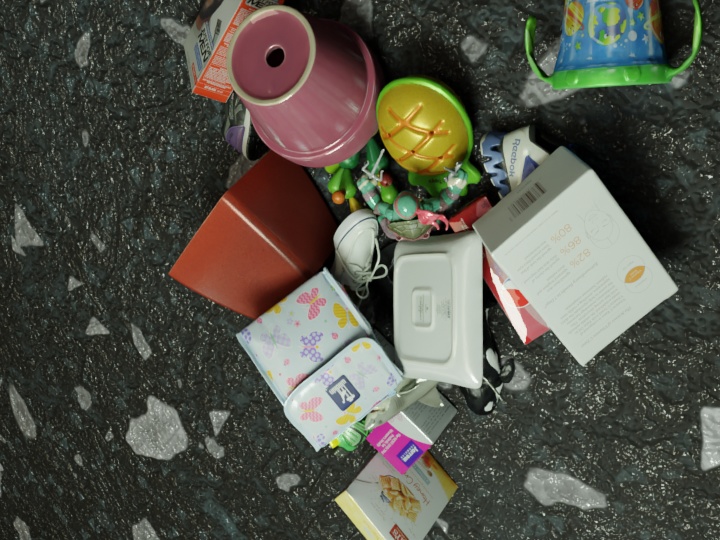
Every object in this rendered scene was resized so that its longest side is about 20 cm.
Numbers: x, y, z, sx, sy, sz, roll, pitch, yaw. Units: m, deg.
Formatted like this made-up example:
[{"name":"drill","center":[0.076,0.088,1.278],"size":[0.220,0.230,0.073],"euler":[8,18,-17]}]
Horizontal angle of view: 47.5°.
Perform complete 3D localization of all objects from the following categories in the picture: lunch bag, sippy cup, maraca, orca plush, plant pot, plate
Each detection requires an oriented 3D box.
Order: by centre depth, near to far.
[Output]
[{"name":"sippy cup","center":[0.286,-0.278,0.935],"size":[0.173,0.140,0.134],"euler":[-5,101,-7]},{"name":"plant pot","center":[-0.083,-0.256,1.094],"size":[0.195,0.178,0.206],"euler":[-3,82,20]},{"name":"maraca","center":[0.094,-0.178,1.114],"size":[0.134,0.108,0.202],"euler":[4,139,33]},{"name":"plate","center":[0.096,0.052,1.125],"size":[0.199,0.032,0.205],"euler":[-2,87,60]},{"name":"lunch bag","center":[-0.053,0.127,1.172],"size":[0.168,0.127,0.202],"euler":[-34,83,0]},{"name":"orca plush","center":[0.175,0.135,1.218],"size":[0.103,0.071,0.204],"euler":[22,121,22]},{"name":"plant pot","center":[-0.146,-0.041,1.276],"size":[0.176,0.201,0.200],"euler":[41,128,-4]}]

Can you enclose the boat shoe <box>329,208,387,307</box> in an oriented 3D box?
[{"name":"boat shoe","center":[-0.004,0.002,1.236],"size":[0.087,0.073,0.204],"euler":[58,147,29]}]

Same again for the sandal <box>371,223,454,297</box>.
[{"name":"sandal","center":[0.083,-0.018,1.225],"size":[0.198,0.043,0.077],"euler":[-32,93,38]}]

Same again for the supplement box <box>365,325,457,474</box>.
[{"name":"supplement box","center":[0.042,0.206,1.316],"size":[0.199,0.103,0.102],"euler":[42,127,7]}]

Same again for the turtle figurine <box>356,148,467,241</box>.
[{"name":"turtle figurine","center":[0.065,-0.089,1.093],"size":[0.146,0.200,0.103],"euler":[7,81,7]}]

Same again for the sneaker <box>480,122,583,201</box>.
[{"name":"sneaker","center":[0.242,-0.103,1.063],"size":[0.114,0.080,0.203],"euler":[-20,98,39]}]

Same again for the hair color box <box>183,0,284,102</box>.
[{"name":"hair color box","center":[-0.189,-0.363,1.199],"size":[0.200,0.063,0.113],"euler":[-48,45,36]}]

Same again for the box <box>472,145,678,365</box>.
[{"name":"box","center":[0.260,-0.018,1.004],"size":[0.151,0.107,0.200],"euler":[-39,111,10]}]

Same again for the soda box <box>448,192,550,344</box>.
[{"name":"soda box","center":[0.200,-0.004,1.131],"size":[0.063,0.070,0.202],"euler":[-32,93,14]}]

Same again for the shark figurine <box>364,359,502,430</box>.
[{"name":"shark figurine","center":[0.112,0.172,1.210],"size":[0.212,0.129,0.090],"euler":[-26,115,30]}]

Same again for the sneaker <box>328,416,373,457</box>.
[{"name":"sneaker","center":[-0.047,0.178,1.264],"size":[0.084,0.078,0.203],"euler":[-31,85,4]}]

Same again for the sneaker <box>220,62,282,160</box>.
[{"name":"sneaker","center":[-0.177,-0.276,1.258],"size":[0.087,0.075,0.203],"euler":[33,125,22]}]

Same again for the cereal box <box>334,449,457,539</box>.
[{"name":"cereal box","center":[0.062,0.356,1.308],"size":[0.144,0.200,0.040],"euler":[49,128,2]}]

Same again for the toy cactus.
[{"name":"toy cactus","center":[-0.016,-0.185,1.193],"size":[0.199,0.101,0.167],"euler":[41,117,20]}]
